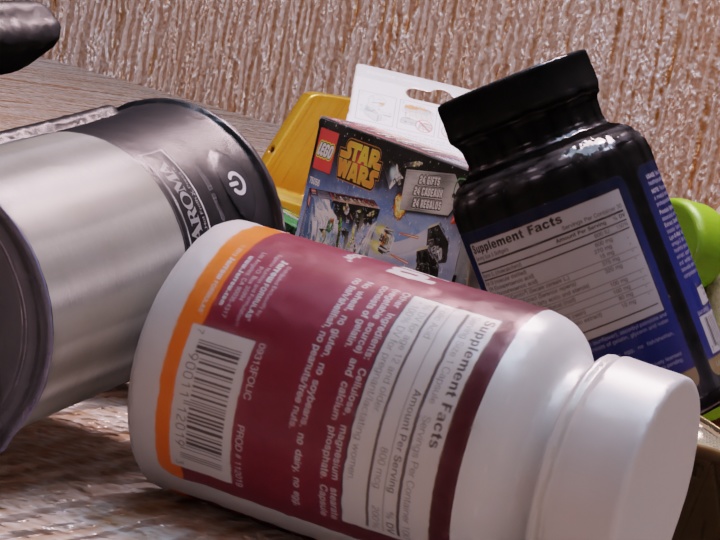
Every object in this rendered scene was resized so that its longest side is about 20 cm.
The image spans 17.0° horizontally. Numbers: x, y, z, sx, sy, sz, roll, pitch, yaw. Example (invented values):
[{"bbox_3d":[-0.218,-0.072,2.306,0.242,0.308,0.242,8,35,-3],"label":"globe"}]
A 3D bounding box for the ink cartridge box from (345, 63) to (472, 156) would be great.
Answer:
[{"bbox_3d":[0.056,-0.079,2.048,0.160,0.047,0.200,13,46,-5],"label":"ink cartridge box"}]

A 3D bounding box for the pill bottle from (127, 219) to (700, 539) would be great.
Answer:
[{"bbox_3d":[0.021,0.059,0.931,0.200,0.114,0.114,17,7,21],"label":"pill bottle"}]

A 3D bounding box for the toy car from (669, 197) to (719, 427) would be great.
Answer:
[{"bbox_3d":[0.188,0.051,1.515,0.200,0.158,0.164,-19,-23,41],"label":"toy car"}]

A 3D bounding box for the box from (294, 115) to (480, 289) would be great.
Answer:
[{"bbox_3d":[0.021,-0.007,1.418,0.040,0.137,0.200,8,9,-29],"label":"box"}]

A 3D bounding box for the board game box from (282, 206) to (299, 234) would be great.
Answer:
[{"bbox_3d":[0.000,0.000,1.647,0.200,0.024,0.105,28,7,24],"label":"board game box"}]

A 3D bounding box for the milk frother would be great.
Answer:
[{"bbox_3d":[-0.168,0.005,0.995,0.181,0.200,0.188,48,26,11],"label":"milk frother"}]

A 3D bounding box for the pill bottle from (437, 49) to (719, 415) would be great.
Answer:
[{"bbox_3d":[0.116,-0.009,1.274,0.112,0.200,0.112,-21,0,0],"label":"pill bottle"}]

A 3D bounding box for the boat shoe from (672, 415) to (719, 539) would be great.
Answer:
[{"bbox_3d":[0.140,0.096,1.113,0.065,0.072,0.200,21,3,-38],"label":"boat shoe"}]

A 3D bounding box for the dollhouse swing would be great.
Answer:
[{"bbox_3d":[-0.044,-0.112,2.147,0.176,0.182,0.200,35,-5,-32],"label":"dollhouse swing"}]
